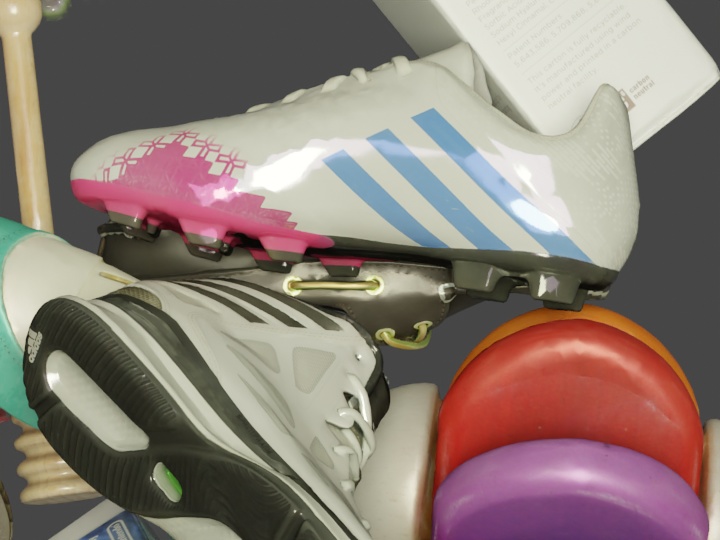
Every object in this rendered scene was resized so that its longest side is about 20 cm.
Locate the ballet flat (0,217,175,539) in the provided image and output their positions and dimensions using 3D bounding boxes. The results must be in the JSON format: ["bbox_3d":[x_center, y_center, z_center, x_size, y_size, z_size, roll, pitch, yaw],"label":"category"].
[{"bbox_3d":[-0.085,0.034,0.883,0.200,0.070,0.068,42,46,-28],"label":"ballet flat"}]

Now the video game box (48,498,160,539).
[{"bbox_3d":[-0.129,0.171,0.844,0.182,0.200,0.047,-37,110,-5],"label":"video game box"}]

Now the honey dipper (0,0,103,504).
[{"bbox_3d":[-0.121,-0.013,0.940,0.038,0.038,0.201,-6,80,-4],"label":"honey dipper"}]

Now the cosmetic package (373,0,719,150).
[{"bbox_3d":[0.040,-0.124,0.926,0.074,0.102,0.200,-37,90,-6],"label":"cosmetic package"}]

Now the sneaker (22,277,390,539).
[{"bbox_3d":[-0.009,0.069,0.801,0.115,0.076,0.201,-19,57,-43],"label":"sneaker"}]

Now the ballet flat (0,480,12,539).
[{"bbox_3d":[-0.205,0.041,0.864,0.200,0.046,0.068,35,92,-1],"label":"ballet flat"}]

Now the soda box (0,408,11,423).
[{"bbox_3d":[-0.184,-0.034,0.919,0.063,0.070,0.201,-13,88,-2],"label":"soda box"}]

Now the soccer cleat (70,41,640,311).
[{"bbox_3d":[0.000,-0.040,0.863,0.199,0.070,0.087,9,84,7],"label":"soccer cleat"}]

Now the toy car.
[{"bbox_3d":[0.071,0.098,0.860,0.174,0.150,0.201,6,46,2],"label":"toy car"}]

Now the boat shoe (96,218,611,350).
[{"bbox_3d":[0.000,0.000,0.931,0.200,0.072,0.061,5,90,4],"label":"boat shoe"}]
